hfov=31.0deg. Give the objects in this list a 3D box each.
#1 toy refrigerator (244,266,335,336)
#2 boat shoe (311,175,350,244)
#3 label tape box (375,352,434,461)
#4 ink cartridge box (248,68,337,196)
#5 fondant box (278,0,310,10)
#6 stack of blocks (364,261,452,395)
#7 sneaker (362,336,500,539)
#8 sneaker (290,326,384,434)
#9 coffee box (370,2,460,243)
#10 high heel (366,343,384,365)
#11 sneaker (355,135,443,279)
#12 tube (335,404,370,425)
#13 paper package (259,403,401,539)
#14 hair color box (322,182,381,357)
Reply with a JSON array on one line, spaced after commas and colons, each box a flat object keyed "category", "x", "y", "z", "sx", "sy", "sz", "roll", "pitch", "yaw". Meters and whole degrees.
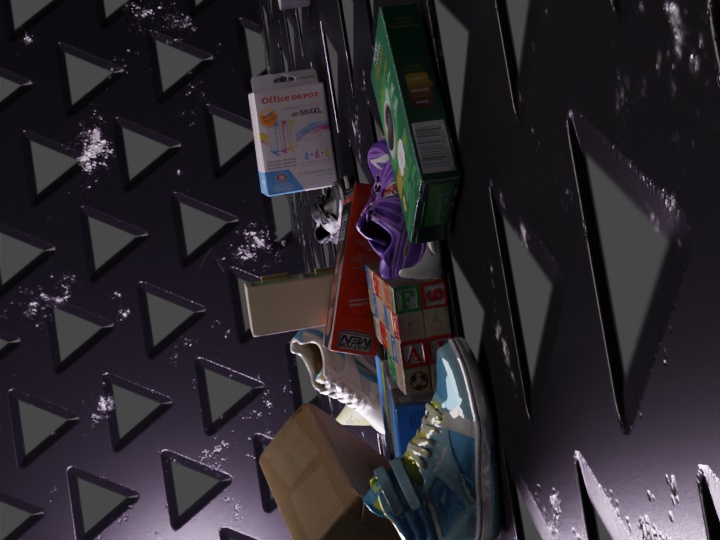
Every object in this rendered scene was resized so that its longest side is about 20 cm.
[{"category": "toy refrigerator", "x": -0.048, "y": 0.032, "z": 1.677, "sx": 0.076, "sy": 0.197, "sz": 0.071, "roll": -148, "pitch": 49, "yaw": -82}, {"category": "boat shoe", "x": -0.046, "y": -0.091, "z": 2.064, "sx": 0.200, "sy": 0.065, "sz": 0.076, "roll": 108, "pitch": 152, "yaw": -75}, {"category": "label tape box", "x": 0.064, "y": 0.185, "z": 1.498, "sx": 0.200, "sy": 0.062, "sz": 0.147, "roll": -108, "pitch": 11, "yaw": -75}, {"category": "ink cartridge box", "x": -0.120, "y": -0.240, "z": 2.235, "sx": 0.125, "sy": 0.126, "sz": 0.204, "roll": -140, "pitch": 42, "yaw": -79}, {"category": "fondant box", "x": -0.119, "y": -0.553, "z": 2.140, "sx": 0.201, "sy": 0.057, "sz": 0.146, "roll": 92, "pitch": 168, "yaw": -61}, {"category": "stack of blocks", "x": 0.054, "y": 0.057, "z": 1.444, "sx": 0.200, "sy": 0.058, "sz": 0.117, "roll": -136, "pitch": 37, "yaw": -79}, {"category": "sneaker", "x": 0.060, "y": 0.170, "z": 1.233, "sx": 0.080, "sy": 0.128, "sz": 0.204, "roll": -132, "pitch": 34, "yaw": -80}, {"category": "sneaker", "x": -0.020, "y": 0.158, "z": 1.849, "sx": 0.201, "sy": 0.080, "sz": 0.077, "roll": 50, "pitch": 141, "yaw": 11}, {"category": "coffee box", "x": 0.052, "y": -0.145, "z": 1.268, "sx": 0.123, "sy": 0.043, "sz": 0.203, "roll": 96, "pitch": 164, "yaw": -63}, {"category": "high heel", "x": -0.003, "y": 0.092, "z": 1.923, "sx": 0.097, "sy": 0.066, "sz": 0.201, "roll": 67, "pitch": 152, "yaw": 27}, {"category": "sneaker", "x": 0.031, "y": -0.071, "z": 1.377, "sx": 0.202, "sy": 0.082, "sz": 0.081, "roll": -104, "pitch": 9, "yaw": -46}, {"category": "tube", "x": 0.007, "y": 0.216, "z": 2.029, "sx": 0.058, "sy": 0.052, "sz": 0.200, "roll": 41, "pitch": 160, "yaw": 7}, {"category": "paper package", "x": -0.006, "y": 0.287, "z": 1.548, "sx": 0.190, "sy": 0.104, "sz": 0.200, "roll": 40, "pitch": -172, "yaw": -32}, {"category": "hair color box", "x": 0.000, "y": 0.000, "z": 1.592, "sx": 0.101, "sy": 0.060, "sz": 0.204, "roll": 167, "pitch": 111, "yaw": -83}]
